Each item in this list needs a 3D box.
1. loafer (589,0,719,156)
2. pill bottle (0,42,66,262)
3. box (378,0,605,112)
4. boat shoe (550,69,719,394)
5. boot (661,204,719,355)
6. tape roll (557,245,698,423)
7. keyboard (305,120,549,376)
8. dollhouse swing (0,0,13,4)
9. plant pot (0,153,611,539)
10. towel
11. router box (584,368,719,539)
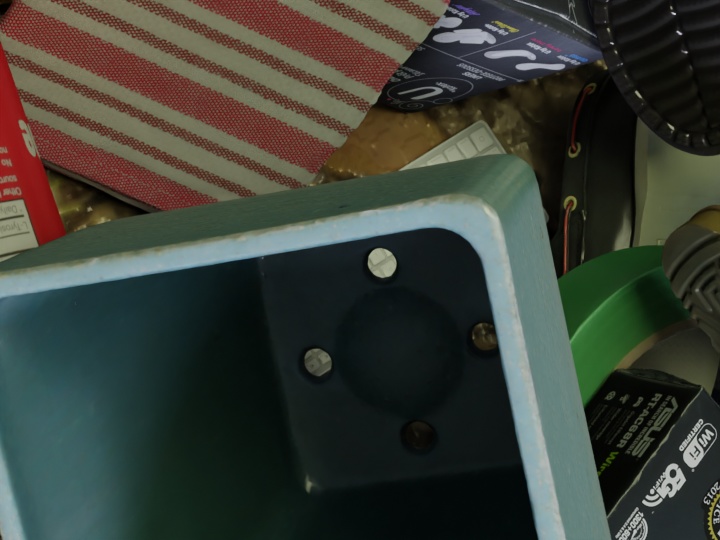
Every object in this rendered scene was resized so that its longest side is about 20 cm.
[{"bbox_3d":[0.132,-0.148,1.077,0.071,0.073,0.201,-32,105,-56],"label":"loafer"},{"bbox_3d":[-0.166,-0.005,0.964,0.112,0.112,0.202,-16,84,-31],"label":"pill bottle"},{"bbox_3d":[0.020,-0.185,1.097,0.132,0.114,0.202,14,66,-54],"label":"box"},{"bbox_3d":[0.121,0.006,1.152,0.073,0.063,0.203,12,83,-38],"label":"boat shoe"},{"bbox_3d":[0.239,0.004,1.048,0.199,0.066,0.176,-31,88,-32],"label":"boot"},{"bbox_3d":[0.135,0.091,1.104,0.199,0.048,0.202,-3,96,-31],"label":"tape roll"},{"bbox_3d":[0.000,0.000,1.114,0.199,0.011,0.057,-33,93,-32],"label":"keyboard"},{"bbox_3d":[-0.107,-0.234,1.018,0.181,0.200,0.177,-9,71,-30],"label":"dollhouse swing"},{"bbox_3d":[-0.005,0.058,0.931,0.200,0.195,0.197,-46,125,-69],"label":"plant pot"},{"bbox_3d":[-0.060,-0.098,1.006,0.146,0.200,0.030,23,42,-21],"label":"towel"},{"bbox_3d":[0.106,0.164,1.030,0.150,0.062,0.200,48,71,-26],"label":"router box"}]
